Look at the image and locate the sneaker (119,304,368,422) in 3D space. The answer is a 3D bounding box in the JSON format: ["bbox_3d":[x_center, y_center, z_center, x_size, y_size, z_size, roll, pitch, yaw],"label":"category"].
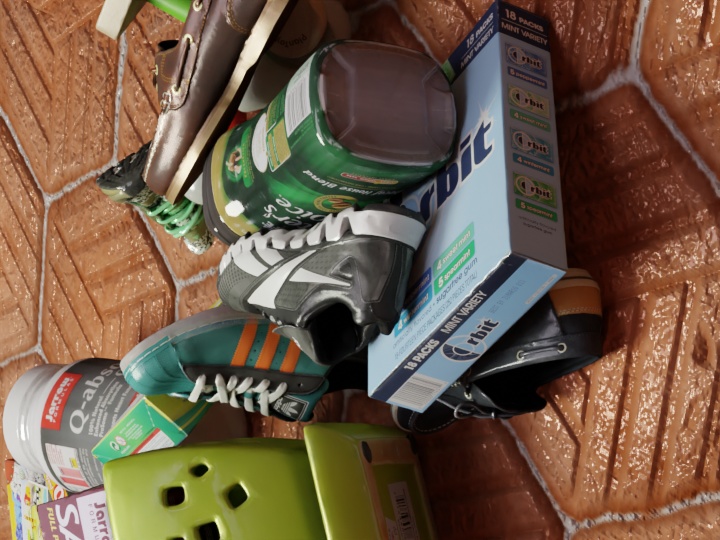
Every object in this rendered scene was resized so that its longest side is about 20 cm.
[{"bbox_3d":[-0.067,0.069,1.303,0.071,0.198,0.081,123,132,-58],"label":"sneaker"}]

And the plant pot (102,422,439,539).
[{"bbox_3d":[-0.044,0.205,1.283,0.180,0.199,0.202,-17,80,16],"label":"plant pot"}]

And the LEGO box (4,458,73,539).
[{"bbox_3d":[-0.251,0.270,1.695,0.148,0.077,0.203,-4,92,54],"label":"LEGO box"}]

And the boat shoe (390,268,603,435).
[{"bbox_3d":[0.087,0.068,1.201,0.200,0.074,0.063,-38,59,44],"label":"boat shoe"}]

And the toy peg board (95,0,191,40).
[{"bbox_3d":[-0.081,-0.269,1.323,0.097,0.200,0.201,29,130,-3],"label":"toy peg board"}]

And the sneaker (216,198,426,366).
[{"bbox_3d":[-0.035,0.018,1.188,0.199,0.066,0.092,-15,63,51],"label":"sneaker"}]

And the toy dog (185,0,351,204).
[{"bbox_3d":[-0.050,-0.125,1.343,0.096,0.132,0.201,32,137,-1],"label":"toy dog"}]

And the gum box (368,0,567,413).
[{"bbox_3d":[0.062,-0.040,1.168,0.170,0.044,0.202,-49,32,44],"label":"gum box"}]

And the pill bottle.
[{"bbox_3d":[-0.199,0.133,1.538,0.199,0.115,0.117,3,99,41],"label":"pill bottle"}]

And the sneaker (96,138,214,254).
[{"bbox_3d":[-0.140,-0.057,1.441,0.077,0.200,0.089,-35,87,9],"label":"sneaker"}]

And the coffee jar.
[{"bbox_3d":[-0.027,-0.074,1.205,0.200,0.103,0.086,-32,57,58],"label":"coffee jar"}]

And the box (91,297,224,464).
[{"bbox_3d":[-0.115,0.065,1.406,0.048,0.201,0.117,40,142,-6],"label":"box"}]

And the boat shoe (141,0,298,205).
[{"bbox_3d":[-0.106,-0.138,1.260,0.070,0.071,0.201,30,117,0],"label":"boat shoe"}]

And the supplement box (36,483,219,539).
[{"bbox_3d":[-0.154,0.212,1.340,0.060,0.200,0.110,-17,79,15],"label":"supplement box"}]
